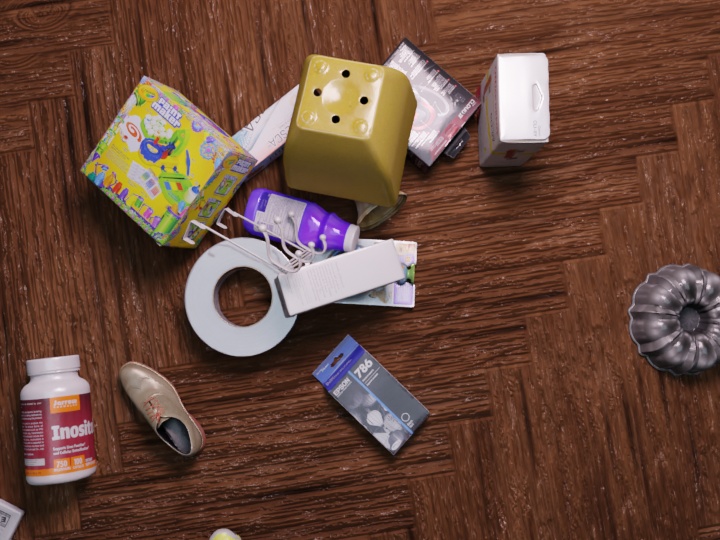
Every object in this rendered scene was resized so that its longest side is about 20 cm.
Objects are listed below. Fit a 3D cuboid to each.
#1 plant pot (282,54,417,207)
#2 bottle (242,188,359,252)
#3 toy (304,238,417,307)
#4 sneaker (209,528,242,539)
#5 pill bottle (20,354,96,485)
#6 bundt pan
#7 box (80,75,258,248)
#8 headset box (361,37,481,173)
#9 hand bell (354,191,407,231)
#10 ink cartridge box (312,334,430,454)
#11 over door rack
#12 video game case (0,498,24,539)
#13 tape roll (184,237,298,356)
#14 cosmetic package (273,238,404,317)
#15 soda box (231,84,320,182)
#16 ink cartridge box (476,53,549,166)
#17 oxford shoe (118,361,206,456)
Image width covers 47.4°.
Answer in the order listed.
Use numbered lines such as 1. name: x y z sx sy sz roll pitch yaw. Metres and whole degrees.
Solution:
1. plant pot: -0.022 -0.235 1.293 0.192 0.200 0.198 11 81 7
2. bottle: -0.100 -0.080 1.411 0.198 0.065 0.085 16 90 12
3. toy: 0.000 0.000 1.436 0.197 0.047 0.117 4 84 -2
4. sneaker: -0.221 0.539 1.377 0.074 0.076 0.203 -7 85 -1
5. pill bottle: -0.506 0.247 1.369 0.111 0.113 0.203 -6 87 -2
6. bundt pan: 0.578 0.086 1.437 0.199 0.076 0.205 0 87 -3
7. box: -0.316 -0.175 1.361 0.200 0.122 0.193 41 100 13
8. headset box: 0.104 -0.282 1.444 0.199 0.075 0.149 40 86 1
9. hand bell: -0.014 -0.181 1.439 0.103 0.104 0.201 -32 76 -4
10. ink cartridge box: 0.018 0.215 1.427 0.200 0.039 0.100 43 86 2
11. over door rack: -0.163 -0.062 1.317 0.198 0.148 0.067 17 106 11
12. video game case: -0.702 0.450 1.394 0.198 0.023 0.184 27 85 -1
13. tape roll: -0.200 0.046 1.417 0.197 0.066 0.203 0 86 -3
14. cosmetic package: -0.037 0.014 1.351 0.198 0.101 0.072 -17 88 -12
15. soda box: -0.149 -0.245 1.440 0.199 0.064 0.069 -39 88 -5
16. ink cartridge box: 0.253 -0.267 1.386 0.082 0.200 0.147 -1 86 -2
17. oxford shoe: -0.339 0.233 1.394 0.200 0.075 0.070 45 87 2
